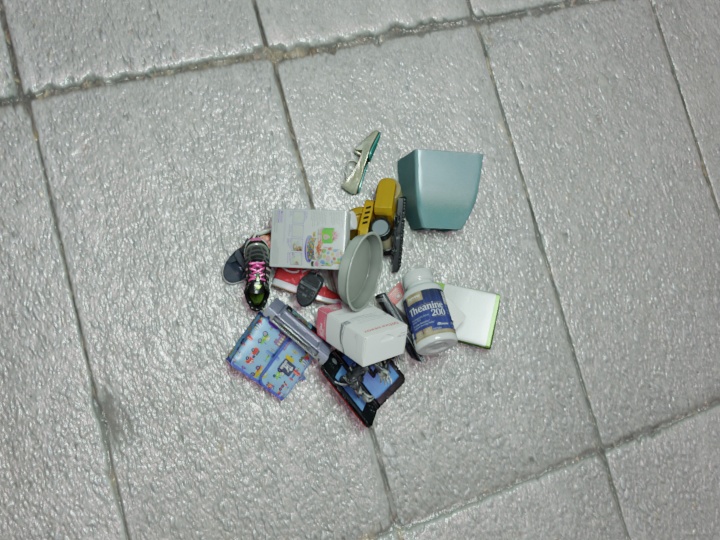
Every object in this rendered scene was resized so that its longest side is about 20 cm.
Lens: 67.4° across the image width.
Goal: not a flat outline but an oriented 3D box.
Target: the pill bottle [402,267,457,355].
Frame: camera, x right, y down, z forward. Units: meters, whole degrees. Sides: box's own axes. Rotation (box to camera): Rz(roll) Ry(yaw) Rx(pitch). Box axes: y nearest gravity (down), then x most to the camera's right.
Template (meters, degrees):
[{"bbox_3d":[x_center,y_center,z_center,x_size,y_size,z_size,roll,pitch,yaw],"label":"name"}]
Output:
[{"bbox_3d":[0.169,0.102,1.372,0.108,0.112,0.204,-8,62,-12],"label":"pill bottle"}]

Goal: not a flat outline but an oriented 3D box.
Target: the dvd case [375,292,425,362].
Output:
[{"bbox_3d":[0.103,0.150,1.442,0.016,0.149,0.203,-30,89,-7],"label":"dvd case"}]

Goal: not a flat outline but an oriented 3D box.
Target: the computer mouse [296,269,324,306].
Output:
[{"bbox_3d":[-0.106,0.002,1.399,0.058,0.034,0.203,30,89,15],"label":"computer mouse"}]

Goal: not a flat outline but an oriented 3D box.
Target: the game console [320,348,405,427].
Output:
[{"bbox_3d":[0.011,0.276,1.428,0.118,0.172,0.201,-39,91,15],"label":"game console"}]

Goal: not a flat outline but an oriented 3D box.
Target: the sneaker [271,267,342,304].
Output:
[{"bbox_3d":[-0.130,0.019,1.453,0.196,0.071,0.115,19,83,-6],"label":"sneaker"}]

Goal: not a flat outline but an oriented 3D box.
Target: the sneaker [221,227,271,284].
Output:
[{"bbox_3d":[-0.287,-0.045,1.427,0.200,0.079,0.079,-44,93,-11],"label":"sneaker"}]

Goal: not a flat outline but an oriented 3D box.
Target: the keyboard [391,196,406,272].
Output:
[{"bbox_3d":[0.105,-0.096,1.461,0.020,0.127,0.205,7,103,15],"label":"keyboard"}]

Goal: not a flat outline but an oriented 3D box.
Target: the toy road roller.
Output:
[{"bbox_3d":[0.032,-0.149,1.479,0.143,0.123,0.204,8,69,15],"label":"toy road roller"}]

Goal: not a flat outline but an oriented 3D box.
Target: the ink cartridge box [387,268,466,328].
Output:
[{"bbox_3d":[0.178,0.106,1.470,0.116,0.068,0.200,-43,69,-12],"label":"ink cartridge box"}]

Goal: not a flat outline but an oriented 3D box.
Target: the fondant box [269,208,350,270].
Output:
[{"bbox_3d":[-0.127,-0.078,1.364,0.195,0.058,0.148,3,87,13],"label":"fondant box"}]

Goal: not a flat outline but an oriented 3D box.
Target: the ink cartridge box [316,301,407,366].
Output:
[{"bbox_3d":[0.001,0.152,1.371,0.144,0.198,0.085,-10,115,-37],"label":"ink cartridge box"}]

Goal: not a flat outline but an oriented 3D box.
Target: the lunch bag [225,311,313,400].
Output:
[{"bbox_3d":[-0.225,0.230,1.411,0.199,0.094,0.152,39,77,-17],"label":"lunch bag"}]

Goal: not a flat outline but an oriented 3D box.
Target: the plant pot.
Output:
[{"bbox_3d":[0.214,-0.211,1.494,0.191,0.196,0.205,1,91,-11],"label":"plant pot"}]

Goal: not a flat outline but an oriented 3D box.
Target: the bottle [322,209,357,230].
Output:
[{"bbox_3d":[-0.106,-0.116,1.432,0.196,0.065,0.086,-8,75,21],"label":"bottle"}]

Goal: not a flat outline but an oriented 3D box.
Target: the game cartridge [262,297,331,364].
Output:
[{"bbox_3d":[-0.158,0.152,1.402,0.199,0.130,0.039,41,101,-4],"label":"game cartridge"}]

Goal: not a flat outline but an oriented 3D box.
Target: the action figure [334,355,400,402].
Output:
[{"bbox_3d":[0.026,0.265,1.357,0.198,0.119,0.103,-22,74,-49],"label":"action figure"}]

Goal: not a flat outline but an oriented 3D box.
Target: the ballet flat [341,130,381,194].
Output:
[{"bbox_3d":[0.000,-0.315,1.525,0.061,0.068,0.204,20,79,2],"label":"ballet flat"}]

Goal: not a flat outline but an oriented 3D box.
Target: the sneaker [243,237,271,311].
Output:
[{"bbox_3d":[-0.260,0.018,1.372,0.072,0.088,0.204,0,119,-12],"label":"sneaker"}]

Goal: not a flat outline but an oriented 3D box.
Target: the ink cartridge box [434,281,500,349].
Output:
[{"bbox_3d":[0.283,0.124,1.524,0.196,0.076,0.151,12,80,18],"label":"ink cartridge box"}]

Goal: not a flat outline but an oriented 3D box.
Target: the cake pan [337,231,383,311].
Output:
[{"bbox_3d":[0.000,0.000,1.361,0.036,0.200,0.204,14,78,24],"label":"cake pan"}]
